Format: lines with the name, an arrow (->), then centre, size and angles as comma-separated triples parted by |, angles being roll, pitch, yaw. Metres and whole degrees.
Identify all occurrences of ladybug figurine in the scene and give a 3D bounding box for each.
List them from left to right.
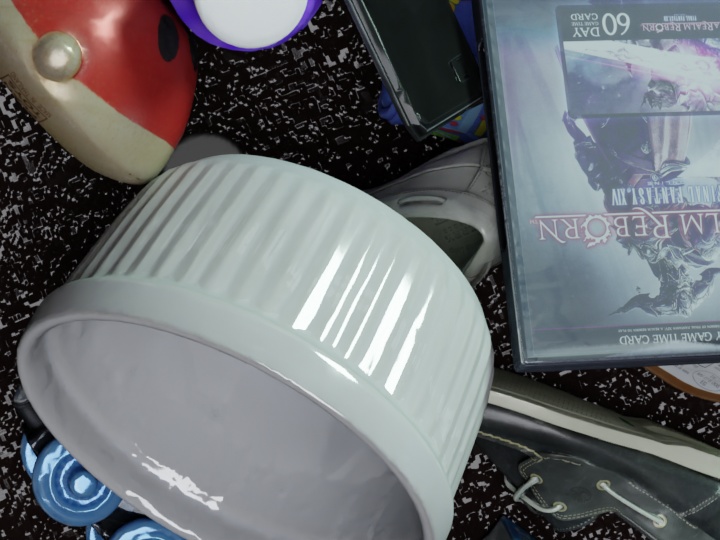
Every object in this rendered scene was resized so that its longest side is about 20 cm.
ladybug figurine -> -0.120, -0.104, 1.192 | 0.072, 0.200, 0.136 | -40, 102, 2

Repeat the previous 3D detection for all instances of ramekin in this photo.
ramekin -> -0.036, 0.041, 1.180 | 0.200, 0.200, 0.105 | 37, 61, -15

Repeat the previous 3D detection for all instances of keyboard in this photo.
keyboard -> 0.004, -0.159, 1.194 | 0.021, 0.127, 0.201 | -21, 96, 31

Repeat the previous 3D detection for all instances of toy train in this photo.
toy train -> -0.079, 0.112, 1.315 | 0.114, 0.087, 0.200 | -37, 106, -3

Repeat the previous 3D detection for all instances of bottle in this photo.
bottle -> -0.054, -0.136, 1.190 | 0.083, 0.200, 0.065 | 35, 99, -14

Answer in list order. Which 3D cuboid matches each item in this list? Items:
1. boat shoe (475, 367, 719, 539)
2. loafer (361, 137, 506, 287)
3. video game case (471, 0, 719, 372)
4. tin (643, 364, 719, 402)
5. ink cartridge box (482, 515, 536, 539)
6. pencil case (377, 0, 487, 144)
boat shoe -> 0.100, 0.094, 1.338 | 0.199, 0.072, 0.068 | 22, 97, -14
loafer -> 0.000, 0.000, 1.261 | 0.200, 0.070, 0.070 | -32, 101, 39
video game case -> 0.126, -0.057, 1.200 | 0.142, 0.019, 0.201 | -2, 73, -12
tin -> 0.154, 0.001, 1.295 | 0.200, 0.042, 0.112 | 31, 134, -28
ink cartridge box -> 0.135, 0.219, 1.353 | 0.200, 0.115, 0.068 | 38, 98, -15
pencil case -> 0.110, -0.085, 1.289 | 0.199, 0.078, 0.087 | 16, 82, -11
